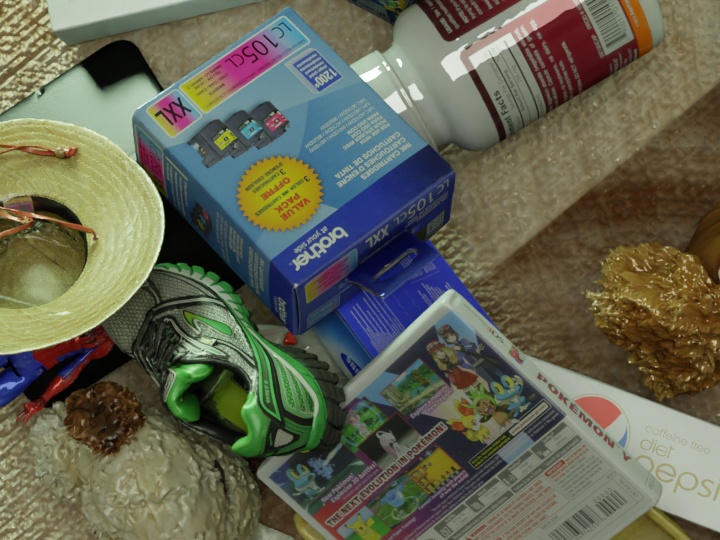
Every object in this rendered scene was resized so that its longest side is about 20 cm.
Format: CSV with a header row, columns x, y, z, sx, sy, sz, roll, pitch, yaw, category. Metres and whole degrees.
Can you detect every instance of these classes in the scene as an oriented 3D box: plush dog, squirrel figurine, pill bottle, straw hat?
x,y,z,sx,sy,sz,roll,pitch,yaw,category
-0.125,0.151,1.200,0.160,0.172,0.200,-29,84,2,plush dog
0.253,0.012,1.184,0.200,0.187,0.142,-29,83,1,squirrel figurine
0.097,-0.154,1.251,0.200,0.113,0.113,-31,83,0,pill bottle
-0.216,0.000,1.197,0.201,0.085,0.201,-2,50,2,straw hat

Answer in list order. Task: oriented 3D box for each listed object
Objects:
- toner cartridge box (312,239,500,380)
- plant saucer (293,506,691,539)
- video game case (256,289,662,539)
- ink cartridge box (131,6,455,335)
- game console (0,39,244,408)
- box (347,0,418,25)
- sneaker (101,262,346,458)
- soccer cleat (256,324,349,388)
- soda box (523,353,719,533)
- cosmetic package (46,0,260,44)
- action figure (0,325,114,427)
x,y,z,sx,sy,sz,roll,pitch,yaw,category
0.000,0.000,1.232,0.095,0.043,0.200,-24,65,-29,toner cartridge box
0.089,0.164,1.204,0.200,0.048,0.200,41,122,-2,plant saucer
0.059,0.133,1.159,0.182,0.023,0.200,43,123,-5,video game case
-0.033,-0.055,1.182,0.136,0.076,0.200,-37,70,-18,ink cartridge box
-0.196,-0.034,1.306,0.200,0.116,0.176,-33,112,1,game console
0.014,-0.226,1.220,0.064,0.200,0.070,27,87,7,box
-0.103,0.053,1.164,0.200,0.085,0.078,29,111,36,sneaker
-0.008,0.072,1.261,0.200,0.078,0.069,9,75,-15,soccer cleat
0.185,0.120,1.235,0.200,0.064,0.068,20,87,4,soda box
-0.134,-0.258,1.310,0.200,0.052,0.151,-12,85,3,cosmetic package
-0.235,0.064,1.246,0.200,0.052,0.065,-31,109,-3,action figure
